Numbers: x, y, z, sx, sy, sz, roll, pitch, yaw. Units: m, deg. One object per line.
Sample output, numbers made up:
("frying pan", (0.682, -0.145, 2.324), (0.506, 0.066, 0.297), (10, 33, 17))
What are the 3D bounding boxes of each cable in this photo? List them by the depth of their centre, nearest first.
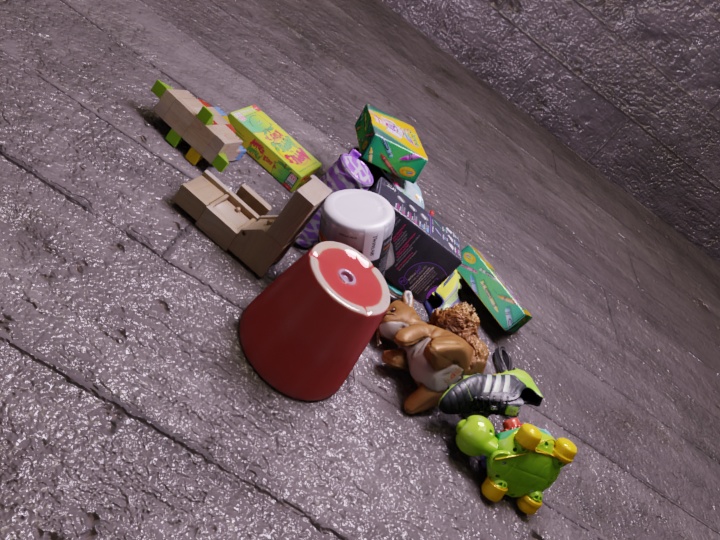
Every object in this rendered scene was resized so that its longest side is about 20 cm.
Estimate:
("cable", (0.298, 0.218, 1.284), (0.097, 0.050, 0.200), (42, 33, 1))

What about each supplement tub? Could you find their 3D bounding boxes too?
("supplement tub", (-0.014, -0.025, 1.081), (0.122, 0.201, 0.123), (6, 37, -4))

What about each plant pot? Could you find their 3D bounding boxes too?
("plant pot", (-0.061, 0.065, 0.974), (0.200, 0.178, 0.201), (26, 34, -20))

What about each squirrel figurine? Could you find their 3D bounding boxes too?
("squirrel figurine", (0.123, 0.124, 1.139), (0.199, 0.142, 0.187), (-9, 37, -30))

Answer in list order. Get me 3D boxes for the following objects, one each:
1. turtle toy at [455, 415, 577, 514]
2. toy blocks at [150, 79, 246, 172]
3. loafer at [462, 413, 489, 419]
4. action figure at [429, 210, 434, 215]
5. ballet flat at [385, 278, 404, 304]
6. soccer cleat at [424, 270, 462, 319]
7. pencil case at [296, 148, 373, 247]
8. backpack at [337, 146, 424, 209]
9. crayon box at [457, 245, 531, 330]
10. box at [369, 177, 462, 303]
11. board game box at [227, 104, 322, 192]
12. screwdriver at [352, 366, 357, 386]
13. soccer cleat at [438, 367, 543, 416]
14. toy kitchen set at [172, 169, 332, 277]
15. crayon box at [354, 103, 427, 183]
("turtle toy", (0.250, 0.304, 1.064), (0.199, 0.146, 0.101), (25, 14, -18))
("toy blocks", (-0.299, -0.280, 1.243), (0.200, 0.100, 0.137), (43, 20, 2))
("loafer", (0.199, 0.185, 1.201), (0.070, 0.070, 0.201), (11, 42, -38))
("action figure", (0.138, -0.067, 1.467), (0.065, 0.052, 0.201), (25, 40, -14))
("ballet flat", (0.000, 0.000, 1.219), (0.200, 0.068, 0.068), (49, 31, 15))
("soccer cleat", (0.168, 0.041, 1.354), (0.083, 0.065, 0.201), (18, 35, -13))
("pencil case", (-0.064, -0.129, 1.197), (0.084, 0.200, 0.086), (34, 29, -28))
("backpack", (0.038, -0.136, 1.323), (0.150, 0.178, 0.200), (1, 42, -43))
("crayon box", (0.296, 0.042, 1.442), (0.200, 0.058, 0.119), (54, 14, 19))
("box", (0.076, -0.056, 1.189), (0.200, 0.122, 0.106), (36, 25, -13))
("board game box", (-0.187, -0.262, 1.363), (0.200, 0.048, 0.102), (41, 32, 1))
("screwdriver", (-0.022, 0.120, 1.096), (0.028, 0.029, 0.201), (22, 40, -28))
("soccer cleat", (0.224, 0.215, 1.086), (0.199, 0.068, 0.081), (-7, 37, -29))
("toy kitchen set", (-0.170, -0.139, 1.105), (0.200, 0.181, 0.163), (41, 31, -1))
("crayon box", (0.058, -0.258, 1.286), (0.118, 0.058, 0.200), (23, 26, -17))
